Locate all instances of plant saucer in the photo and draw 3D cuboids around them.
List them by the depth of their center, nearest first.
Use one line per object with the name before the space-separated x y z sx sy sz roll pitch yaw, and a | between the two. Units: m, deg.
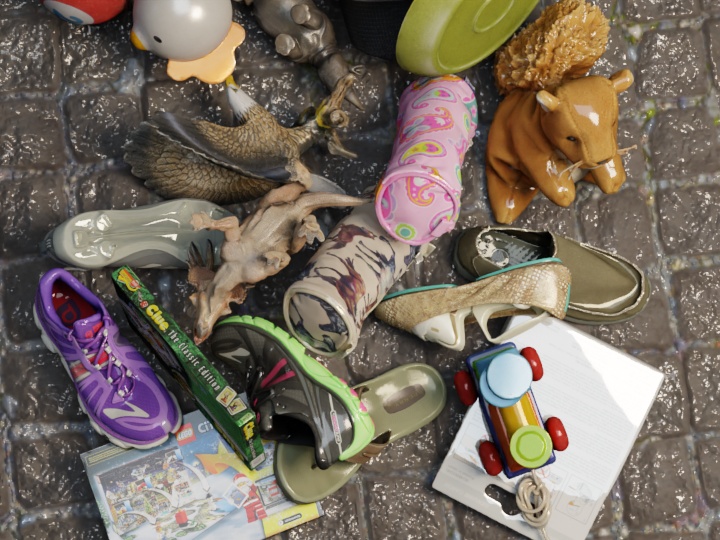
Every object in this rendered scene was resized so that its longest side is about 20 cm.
plant saucer | 0.117 -0.253 1.548 0.200 0.200 0.031 -40 71 -9

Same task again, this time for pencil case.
pencil case | 0.000 0.000 1.550 0.089 0.078 0.200 35 44 3
pencil case | 0.066 -0.110 1.570 0.087 0.088 0.201 17 36 0

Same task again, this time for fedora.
fedora | 0.053 -0.263 1.628 0.199 0.201 0.092 -7 115 -5

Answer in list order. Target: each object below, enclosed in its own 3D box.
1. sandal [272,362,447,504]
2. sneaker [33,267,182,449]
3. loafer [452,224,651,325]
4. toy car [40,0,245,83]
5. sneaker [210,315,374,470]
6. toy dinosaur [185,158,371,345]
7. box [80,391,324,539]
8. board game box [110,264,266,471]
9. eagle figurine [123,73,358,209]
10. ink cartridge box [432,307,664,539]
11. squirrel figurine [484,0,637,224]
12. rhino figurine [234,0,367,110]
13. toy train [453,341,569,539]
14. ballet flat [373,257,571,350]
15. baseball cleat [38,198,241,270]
sandal | 0.000 0.145 1.562 0.200 0.057 0.080 -33 90 -23
sneaker | -0.246 0.082 1.549 0.080 0.084 0.200 -37 76 -18
loafer | 0.188 0.003 1.611 0.198 0.070 0.076 12 79 -1
toy car | -0.200 -0.256 1.575 0.176 0.184 0.201 -33 83 -8
sneaker | -0.077 0.110 1.523 0.084 0.077 0.200 -43 55 -17
toy dinosaur | -0.092 -0.028 1.536 0.199 0.136 0.086 -34 83 -17
box | -0.150 0.205 1.570 0.199 0.038 0.137 -20 80 -7
board game box | -0.159 0.090 1.529 0.023 0.105 0.200 -35 66 -18
eagle figurine | -0.113 -0.118 1.582 0.199 0.153 0.151 -24 45 -23
ink cartridge box | 0.181 0.153 1.603 0.159 0.047 0.201 26 88 1
squirrel figurine | 0.189 -0.162 1.581 0.140 0.187 0.202 -11 80 -5
rhino figurine | -0.058 -0.236 1.633 0.060 0.087 0.200 -42 84 11
toy train | 0.155 0.166 1.520 0.084 0.116 0.201 -19 86 -1
ballet flat | 0.106 0.040 1.571 0.199 0.070 0.066 -15 70 23
baseball cleat | -0.212 -0.034 1.596 0.199 0.106 0.070 2 86 -33
